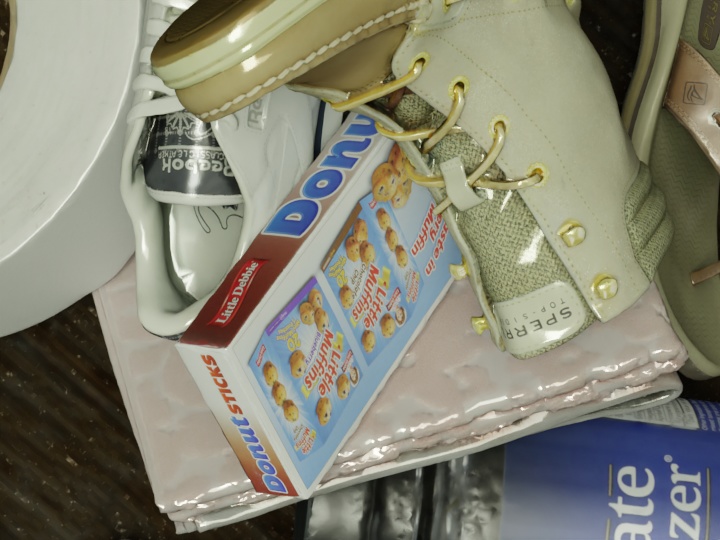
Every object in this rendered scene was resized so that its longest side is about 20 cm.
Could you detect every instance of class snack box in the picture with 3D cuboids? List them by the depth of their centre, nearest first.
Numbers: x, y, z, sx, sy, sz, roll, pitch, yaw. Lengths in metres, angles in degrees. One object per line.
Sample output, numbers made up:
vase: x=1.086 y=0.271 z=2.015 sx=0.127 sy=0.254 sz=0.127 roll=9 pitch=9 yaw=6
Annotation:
snack box: x=0.010 y=-0.017 z=0.728 sx=0.024 sy=0.072 sz=0.200 roll=7 pitch=46 yaw=35

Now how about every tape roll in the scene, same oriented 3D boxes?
tape roll: x=-0.162 y=-0.076 z=0.777 sx=0.202 sy=0.071 sz=0.203 roll=-3 pitch=78 yaw=16

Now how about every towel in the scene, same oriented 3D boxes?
towel: x=0.000 y=0.000 z=0.786 sx=0.200 sy=0.032 sz=0.191 roll=-15 pitch=47 yaw=-7

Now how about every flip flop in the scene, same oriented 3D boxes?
flip flop: x=0.144 y=-0.057 z=0.826 sx=0.057 sy=0.081 sz=0.200 roll=2 pitch=76 yaw=33

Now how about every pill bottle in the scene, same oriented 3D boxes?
pill bottle: x=0.076 y=0.099 z=0.791 sx=0.200 sy=0.112 sz=0.112 roll=6 pitch=84 yaw=-4

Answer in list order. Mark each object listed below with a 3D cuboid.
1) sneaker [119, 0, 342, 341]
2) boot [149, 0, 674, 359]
sneaker: x=-0.044 y=-0.075 z=0.703 sx=0.076 sy=0.080 sz=0.200 roll=6 pitch=103 yaw=23
boot: x=0.028 y=-0.041 z=0.670 sx=0.200 sy=0.072 sz=0.155 roll=-33 pitch=106 yaw=-50
